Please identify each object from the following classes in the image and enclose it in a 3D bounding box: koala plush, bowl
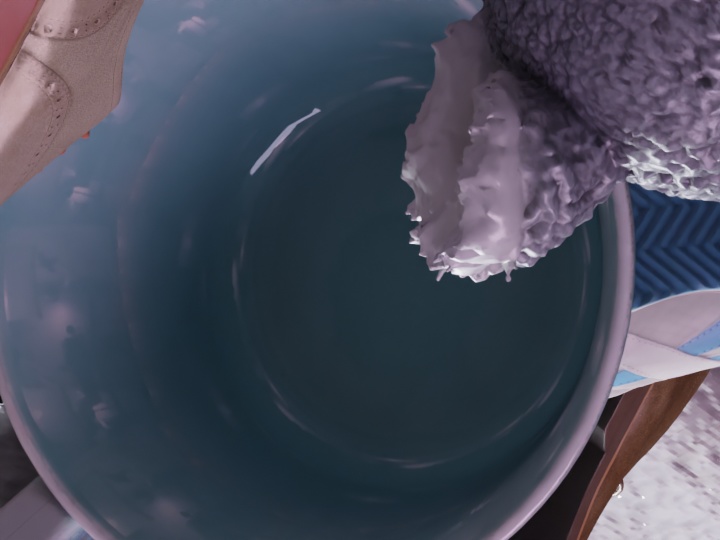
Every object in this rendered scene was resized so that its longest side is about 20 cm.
[{"bbox_3d":[0.069,-0.098,0.692,0.177,0.200,0.184,-17,149,-3],"label":"koala plush"},{"bbox_3d":[0.000,0.000,0.844,0.201,0.201,0.105,-31,165,19],"label":"bowl"}]

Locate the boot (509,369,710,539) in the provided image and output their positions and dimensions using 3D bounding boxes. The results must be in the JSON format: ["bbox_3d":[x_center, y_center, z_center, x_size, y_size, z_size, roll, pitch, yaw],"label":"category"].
[{"bbox_3d":[0.074,0.082,1.065,0.075,0.074,0.200,4,123,-51],"label":"boot"}]

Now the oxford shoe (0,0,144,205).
[{"bbox_3d":[-0.105,-0.036,0.798,0.074,0.071,0.200,4,131,-40],"label":"oxford shoe"}]

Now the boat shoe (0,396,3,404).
[{"bbox_3d":[-0.155,0.018,0.888,0.200,0.062,0.075,-6,148,-18],"label":"boat shoe"}]

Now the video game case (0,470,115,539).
[{"bbox_3d":[-0.099,0.119,0.918,0.200,0.023,0.182,-43,159,-58],"label":"video game case"}]

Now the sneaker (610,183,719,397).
[{"bbox_3d":[0.109,0.000,0.954,0.200,0.077,0.081,-4,158,-16],"label":"sneaker"}]
